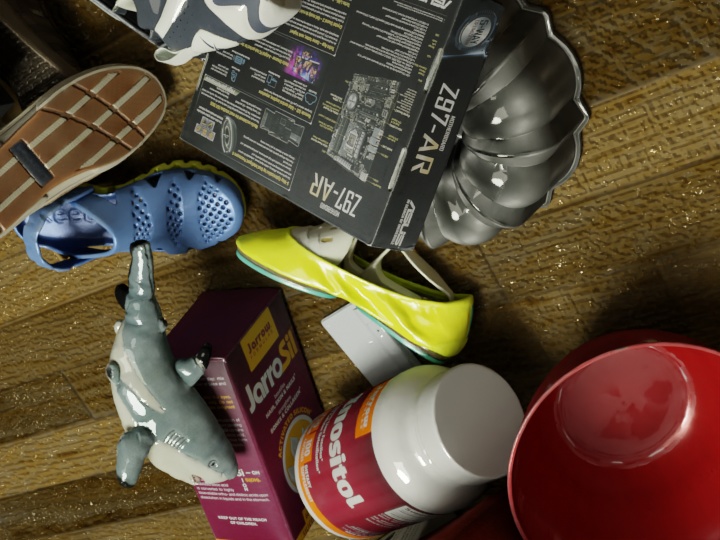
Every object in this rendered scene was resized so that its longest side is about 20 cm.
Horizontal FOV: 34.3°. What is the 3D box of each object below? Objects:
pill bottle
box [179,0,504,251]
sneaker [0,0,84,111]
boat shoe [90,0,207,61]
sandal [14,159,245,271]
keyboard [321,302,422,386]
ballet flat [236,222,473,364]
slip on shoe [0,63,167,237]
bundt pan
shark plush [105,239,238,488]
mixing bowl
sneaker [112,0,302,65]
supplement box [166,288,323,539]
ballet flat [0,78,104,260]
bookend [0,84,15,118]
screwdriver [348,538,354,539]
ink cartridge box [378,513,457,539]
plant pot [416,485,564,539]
[{"bbox_3d":[0.038,0.141,0.918,0.113,0.113,0.200,46,143,-7],"label":"pill bottle"},{"bbox_3d":[-0.020,-0.124,0.746,0.199,0.043,0.162,29,104,39],"label":"box"},{"bbox_3d":[-0.252,-0.174,0.927,0.070,0.076,0.201,-16,135,22],"label":"sneaker"},{"bbox_3d":[-0.126,-0.186,0.844,0.199,0.068,0.072,33,130,4],"label":"boat shoe"},{"bbox_3d":[-0.190,-0.037,0.936,0.197,0.087,0.081,-7,116,1],"label":"sandal"},{"bbox_3d":[0.046,0.108,0.989,0.056,0.011,0.201,-29,104,43],"label":"keyboard"},{"bbox_3d":[0.000,0.000,0.914,0.198,0.067,0.068,28,108,5],"label":"ballet flat"},{"bbox_3d":[-0.240,-0.091,0.894,0.076,0.200,0.060,54,164,-24],"label":"slip on shoe"},{"bbox_3d":[0.052,-0.101,0.804,0.199,0.076,0.204,13,126,19],"label":"bundt pan"},{"bbox_3d":[-0.150,0.073,0.913,0.082,0.091,0.203,-6,97,7],"label":"shark plush"},{"bbox_3d":[0.197,0.120,0.832,0.197,0.109,0.203,0,111,0],"label":"mixing bowl"},{"bbox_3d":[-0.122,-0.226,0.762,0.128,0.079,0.202,-24,81,27],"label":"sneaker"},{"bbox_3d":[-0.096,0.130,1.009,0.085,0.111,0.202,-3,119,27],"label":"supplement box"},{"bbox_3d":[-0.291,-0.091,0.996,0.068,0.063,0.200,-34,101,37],"label":"ballet flat"},{"bbox_3d":[-0.339,-0.108,0.883,0.200,0.199,0.092,-41,91,20],"label":"bookend"},{"bbox_3d":[-0.003,0.230,0.988,0.029,0.202,0.028,-10,143,-1],"label":"screwdriver"},{"bbox_3d":[0.016,0.318,1.052,0.083,0.147,0.200,42,129,-4],"label":"ink cartridge box"},{"bbox_3d":[0.097,0.271,0.870,0.201,0.176,0.200,51,131,2],"label":"plant pot"}]
